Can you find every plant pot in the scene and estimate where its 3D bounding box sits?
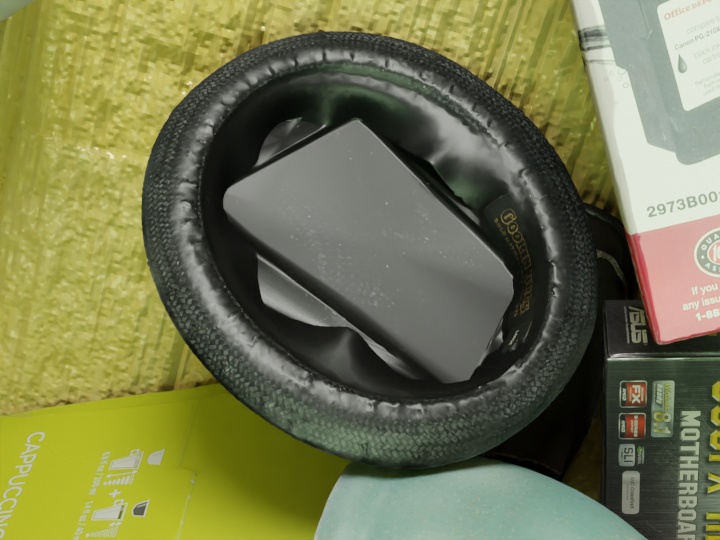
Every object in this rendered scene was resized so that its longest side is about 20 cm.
[{"bbox_3d":[0.069,0.171,0.724,0.134,0.201,0.201,-1,122,20],"label":"plant pot"}]

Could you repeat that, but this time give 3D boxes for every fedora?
[{"bbox_3d":[0.000,0.000,0.765,0.200,0.201,0.092,12,155,-3],"label":"fedora"}]

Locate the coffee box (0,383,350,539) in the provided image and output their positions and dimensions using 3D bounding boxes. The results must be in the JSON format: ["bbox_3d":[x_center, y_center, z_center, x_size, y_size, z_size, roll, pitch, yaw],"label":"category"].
[{"bbox_3d":[-0.078,0.188,0.841,0.199,0.200,0.199,-8,121,11],"label":"coffee box"}]

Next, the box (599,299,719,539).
[{"bbox_3d":[0.185,0.108,0.793,0.158,0.048,0.201,0,122,6],"label":"box"}]

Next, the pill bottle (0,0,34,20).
[{"bbox_3d":[-0.226,-0.107,0.723,0.199,0.120,0.120,-25,116,19],"label":"pill bottle"}]

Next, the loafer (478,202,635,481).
[{"bbox_3d":[0.082,0.062,0.826,0.073,0.071,0.201,10,122,-1],"label":"loafer"}]

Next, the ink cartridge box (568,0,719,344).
[{"bbox_3d":[0.158,-0.091,0.686,0.144,0.084,0.201,-14,101,9],"label":"ink cartridge box"}]
